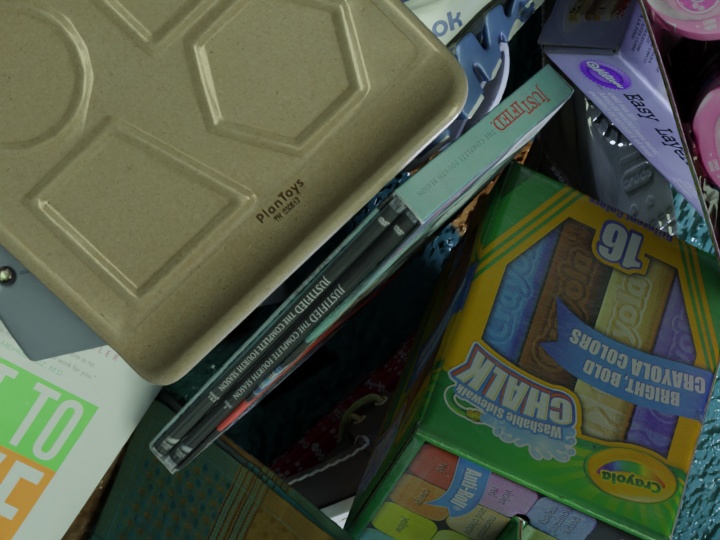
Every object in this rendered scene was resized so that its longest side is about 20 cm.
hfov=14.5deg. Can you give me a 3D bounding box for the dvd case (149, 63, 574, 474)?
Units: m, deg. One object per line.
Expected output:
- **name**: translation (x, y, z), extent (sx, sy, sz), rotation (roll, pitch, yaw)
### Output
- **dvd case**: translation (0.000, 0.000, 1.233), extent (0.200, 0.022, 0.146), rotation (-44, 178, 40)

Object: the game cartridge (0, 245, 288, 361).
- **game cartridge**: translation (-0.114, -0.067, 1.160), extent (0.133, 0.040, 0.201), rotation (-13, 109, -3)

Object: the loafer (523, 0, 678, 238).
- **loafer**: translation (0.105, -0.068, 1.347), extent (0.075, 0.069, 0.201), rotation (-16, 107, -46)

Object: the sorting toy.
- **sorting toy**: translation (-0.086, -0.082, 1.124), extent (0.185, 0.036, 0.200), rotation (-43, 102, 11)

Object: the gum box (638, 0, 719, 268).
- **gum box**: translation (0.167, -0.067, 1.189), extent (0.066, 0.114, 0.201), rotation (-16, 99, 10)

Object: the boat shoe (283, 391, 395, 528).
- **boat shoe**: translation (0.026, 0.086, 1.354), extent (0.199, 0.060, 0.072), rotation (-20, 163, -22)

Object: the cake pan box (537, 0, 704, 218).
- **cake pan box**: translation (0.180, -0.139, 1.334), extent (0.184, 0.052, 0.201), rotation (44, 63, -44)

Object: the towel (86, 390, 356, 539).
- **towel**: translation (-0.057, 0.165, 1.277), extent (0.022, 0.200, 0.147), rotation (13, 108, -51)

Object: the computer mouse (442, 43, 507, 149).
- **computer mouse**: translation (-0.021, -0.111, 1.244), extent (0.199, 0.044, 0.110), rotation (25, 93, -35)

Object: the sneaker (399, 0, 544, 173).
- **sneaker**: translation (0.028, -0.151, 1.181), extent (0.115, 0.080, 0.200), rotation (45, 66, -31)

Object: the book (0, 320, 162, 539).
- **book**: translation (-0.193, 0.092, 1.244), extent (0.133, 0.048, 0.201), rotation (29, 97, -36)

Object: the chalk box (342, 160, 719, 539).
- **chalk box**: translation (0.074, 0.080, 1.258), extent (0.201, 0.123, 0.125), rotation (-68, -175, -35)

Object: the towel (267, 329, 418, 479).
- **towel**: translation (0.010, 0.115, 1.414), extent (0.200, 0.022, 0.145), rotation (-41, 131, -9)
